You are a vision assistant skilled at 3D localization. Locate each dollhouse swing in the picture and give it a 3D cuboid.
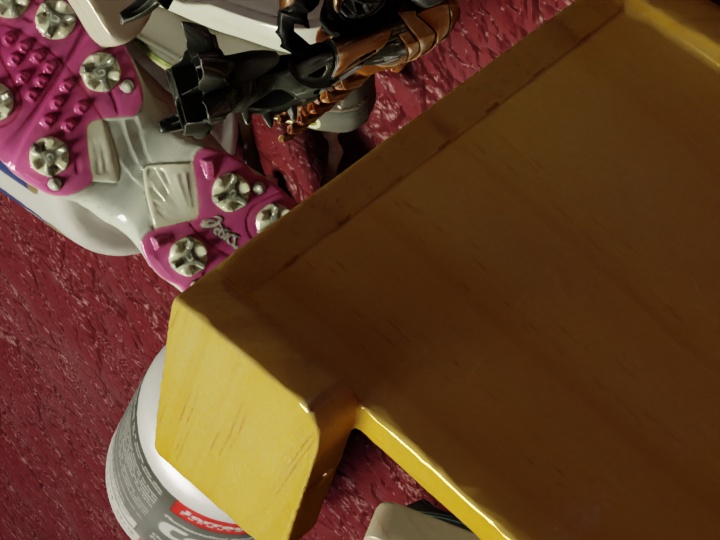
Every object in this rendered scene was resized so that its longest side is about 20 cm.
[{"bbox_3d":[0.068,0.033,0.688,0.176,0.200,0.182,46,157,14],"label":"dollhouse swing"}]

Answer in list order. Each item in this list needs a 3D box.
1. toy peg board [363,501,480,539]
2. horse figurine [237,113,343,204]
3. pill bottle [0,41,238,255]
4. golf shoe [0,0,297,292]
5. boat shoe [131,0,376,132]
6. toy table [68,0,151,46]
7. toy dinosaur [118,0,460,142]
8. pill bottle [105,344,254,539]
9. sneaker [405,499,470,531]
[{"bbox_3d":[0.075,0.207,0.881,0.199,0.098,0.200,21,152,6],"label":"toy peg board"},{"bbox_3d":[0.000,0.000,0.971,0.200,0.050,0.133,42,149,31],"label":"horse figurine"},{"bbox_3d":[-0.161,-0.094,1.060,0.200,0.111,0.111,32,150,40],"label":"pill bottle"},{"bbox_3d":[-0.112,-0.059,0.932,0.200,0.075,0.092,45,178,-17],"label":"golf shoe"},{"bbox_3d":[-0.070,-0.114,0.908,0.202,0.072,0.060,28,142,39],"label":"boat shoe"},{"bbox_3d":[-0.101,-0.194,0.793,0.200,0.117,0.184,55,158,-8],"label":"toy table"},{"bbox_3d":[-0.007,-0.096,0.730,0.200,0.136,0.102,96,153,-44],"label":"toy dinosaur"},{"bbox_3d":[-0.071,0.090,1.154,0.114,0.114,0.200,50,158,6],"label":"pill bottle"},{"bbox_3d":[0.090,0.153,0.981,0.200,0.079,0.075,17,124,15],"label":"sneaker"}]
